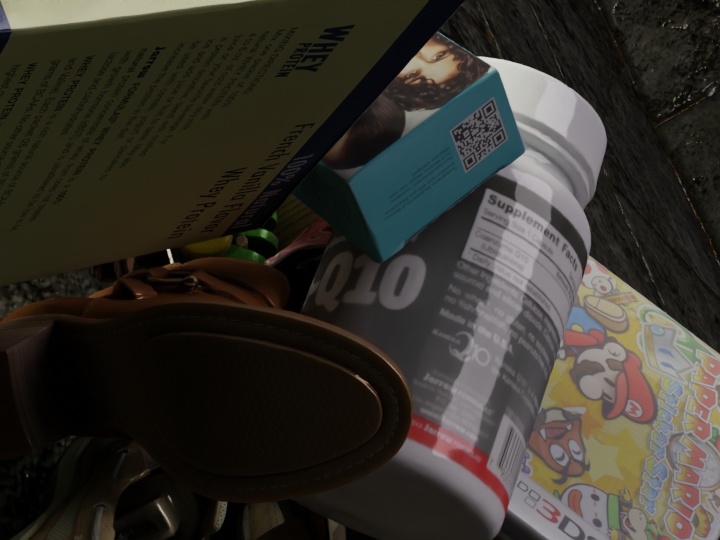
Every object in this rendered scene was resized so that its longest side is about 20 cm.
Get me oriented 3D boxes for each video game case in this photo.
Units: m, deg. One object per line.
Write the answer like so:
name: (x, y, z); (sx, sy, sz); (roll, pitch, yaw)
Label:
video game case: (0.113, 0.072, 0.900); (0.182, 0.023, 0.200); (37, 41, 4)

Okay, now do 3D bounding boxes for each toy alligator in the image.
toy alligator: (-0.073, -0.055, 0.944); (0.059, 0.054, 0.200); (96, -10, -66)

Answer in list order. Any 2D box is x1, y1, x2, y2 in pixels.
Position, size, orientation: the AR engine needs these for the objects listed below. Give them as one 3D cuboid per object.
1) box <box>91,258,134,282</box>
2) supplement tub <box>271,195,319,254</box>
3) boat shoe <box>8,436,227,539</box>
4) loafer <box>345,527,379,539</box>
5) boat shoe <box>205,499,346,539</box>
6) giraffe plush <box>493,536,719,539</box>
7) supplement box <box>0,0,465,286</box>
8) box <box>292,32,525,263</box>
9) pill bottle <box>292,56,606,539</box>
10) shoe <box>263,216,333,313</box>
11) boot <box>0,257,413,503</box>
box: (-0.123, -0.120, 0.875); (0.200, 0.021, 0.164); (-88, 175, -49)
supplement tub: (-0.009, -0.035, 1.016); (0.145, 0.145, 0.200); (18, 45, -66)
boat shoe: (-0.084, 0.100, 0.699); (0.072, 0.076, 0.200); (57, 17, -11)
loafer: (0.008, 0.166, 0.877); (0.063, 0.072, 0.200); (48, 19, -53)
boat shoe: (-0.040, 0.148, 0.779); (0.068, 0.072, 0.200); (44, 14, -34)
giraffe plush: (0.108, 0.142, 0.946); (0.173, 0.162, 0.200); (-115, -172, -53)
supplement box: (-0.103, -0.097, 0.625); (0.200, 0.200, 0.134); (-14, 72, -35)
box: (-0.024, -0.087, 0.776); (0.200, 0.082, 0.049); (39, -19, 43)
pill bottle: (0.036, 0.012, 0.783); (0.114, 0.114, 0.200); (45, 56, -42)
shoe: (0.000, 0.000, 0.878); (0.071, 0.200, 0.091); (45, -18, 0)
boot: (-0.055, 0.029, 0.698); (0.155, 0.200, 0.074); (-32, 122, -66)
